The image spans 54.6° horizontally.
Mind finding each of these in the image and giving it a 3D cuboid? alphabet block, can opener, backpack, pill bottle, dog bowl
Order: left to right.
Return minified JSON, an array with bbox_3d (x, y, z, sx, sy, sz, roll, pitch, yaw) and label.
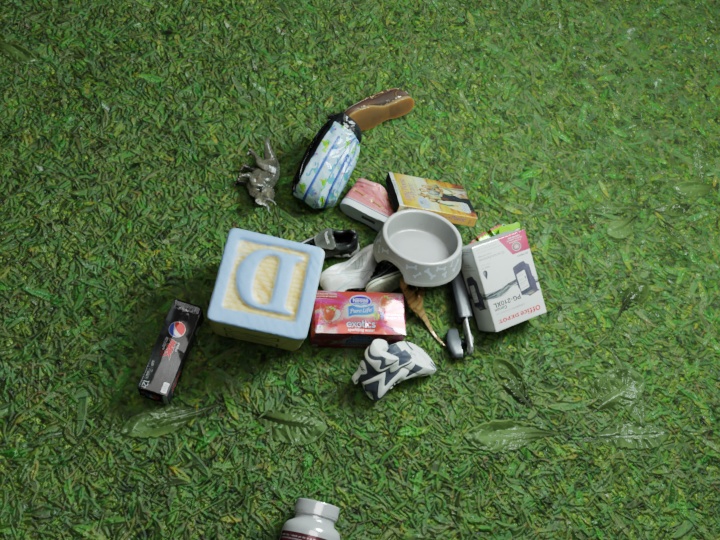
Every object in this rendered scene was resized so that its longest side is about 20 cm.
[{"bbox_3d":[-0.193,0.045,1.424,0.196,0.200,0.196,15,75,-6],"label":"alphabet block"},{"bbox_3d":[-0.102,0.532,1.288,0.113,0.113,0.200,16,64,-5],"label":"pill bottle"},{"bbox_3d":[-0.080,-0.242,1.624,0.154,0.163,0.200,44,71,-7],"label":"backpack"},{"bbox_3d":[0.130,-0.056,1.519,0.200,0.059,0.200,6,46,-6],"label":"dog bowl"},{"bbox_3d":[0.217,0.101,1.583,0.067,0.053,0.200,-7,64,-5],"label":"can opener"}]

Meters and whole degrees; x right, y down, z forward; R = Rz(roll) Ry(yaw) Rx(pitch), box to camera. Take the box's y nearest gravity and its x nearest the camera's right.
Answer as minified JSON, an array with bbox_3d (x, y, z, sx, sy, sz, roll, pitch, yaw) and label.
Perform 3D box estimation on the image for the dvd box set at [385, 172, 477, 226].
[{"bbox_3d":[0.167,-0.170,1.661,0.200,0.029,0.146,9,37,-16],"label":"dvd box set"}]

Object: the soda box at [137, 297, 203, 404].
[{"bbox_3d":[-0.383,0.164,1.418,0.063,0.071,0.200,18,63,-2],"label":"soda box"}]

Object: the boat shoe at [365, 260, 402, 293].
[{"bbox_3d":[0.073,0.002,1.572,0.062,0.075,0.200,47,46,15],"label":"boat shoe"}]

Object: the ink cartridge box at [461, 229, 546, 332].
[{"bbox_3d":[0.320,0.024,1.582,0.145,0.084,0.200,-19,96,-19],"label":"ink cartridge box"}]

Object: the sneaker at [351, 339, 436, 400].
[{"bbox_3d":[0.063,0.221,1.491,0.199,0.130,0.080,12,35,-48],"label":"sneaker"}]

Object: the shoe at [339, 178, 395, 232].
[{"bbox_3d":[0.057,-0.141,1.649,0.200,0.071,0.091,29,67,6],"label":"shoe"}]

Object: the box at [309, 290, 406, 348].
[{"bbox_3d":[-0.009,0.107,1.509,0.200,0.096,0.100,3,65,-11],"label":"box"}]

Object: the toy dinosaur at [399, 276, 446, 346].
[{"bbox_3d":[0.125,0.076,1.563,0.060,0.200,0.106,-20,36,23],"label":"toy dinosaur"}]

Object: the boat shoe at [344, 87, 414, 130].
[{"bbox_3d":[0.036,-0.410,1.765,0.200,0.070,0.070,-21,54,-24],"label":"boat shoe"}]

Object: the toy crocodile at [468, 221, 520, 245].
[{"bbox_3d":[0.302,-0.066,1.668,0.200,0.068,0.062,-30,76,-22],"label":"toy crocodile"}]

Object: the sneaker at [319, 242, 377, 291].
[{"bbox_3d":[0.000,0.000,1.581,0.200,0.070,0.080,-32,81,-15],"label":"sneaker"}]

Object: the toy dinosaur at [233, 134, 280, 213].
[{"bbox_3d":[-0.232,-0.223,1.636,0.102,0.077,0.200,23,58,-14],"label":"toy dinosaur"}]

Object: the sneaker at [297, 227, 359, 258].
[{"bbox_3d":[-0.091,-0.056,1.568,0.200,0.091,0.067,-14,69,-17],"label":"sneaker"}]
